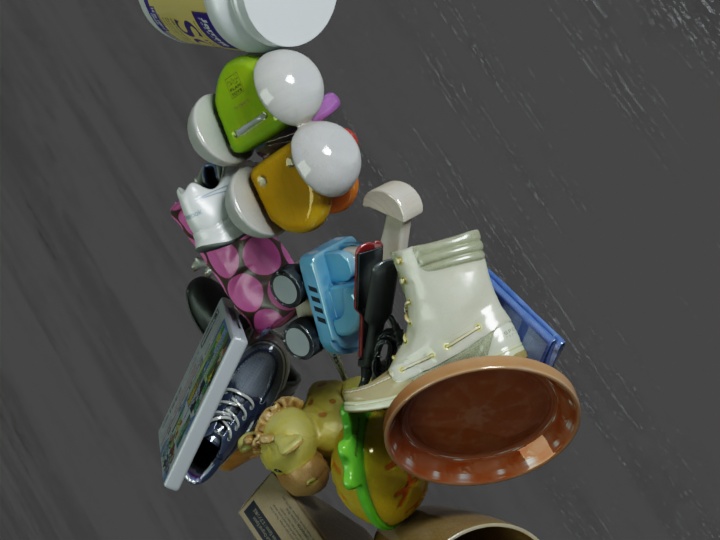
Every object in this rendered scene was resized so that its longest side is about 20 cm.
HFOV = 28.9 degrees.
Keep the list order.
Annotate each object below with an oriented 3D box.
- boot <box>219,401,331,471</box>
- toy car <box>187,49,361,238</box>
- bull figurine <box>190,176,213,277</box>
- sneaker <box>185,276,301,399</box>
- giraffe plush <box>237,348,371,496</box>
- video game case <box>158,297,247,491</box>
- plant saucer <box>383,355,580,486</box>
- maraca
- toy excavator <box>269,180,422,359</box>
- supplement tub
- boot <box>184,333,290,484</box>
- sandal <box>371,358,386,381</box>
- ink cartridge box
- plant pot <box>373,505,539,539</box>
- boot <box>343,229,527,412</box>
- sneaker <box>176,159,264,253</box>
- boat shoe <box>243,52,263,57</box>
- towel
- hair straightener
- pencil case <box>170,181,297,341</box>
[{"bbox_3d":[-0.128,0.223,1.820,0.201,0.071,0.144,39,124,-3],"label":"boot"},{"bbox_3d":[-0.073,-0.143,1.506,0.175,0.150,0.200,-28,90,43],"label":"toy car"},{"bbox_3d":[-0.152,-0.034,1.752,0.121,0.065,0.200,-2,103,19],"label":"bull figurine"},{"bbox_3d":[-0.144,0.081,1.824,0.200,0.074,0.088,52,139,-4],"label":"sneaker"},{"bbox_3d":[-0.049,0.202,1.683,0.200,0.162,0.173,53,144,17],"label":"giraffe plush"},{"bbox_3d":[-0.194,0.146,1.703,0.200,0.022,0.182,-64,15,8],"label":"video game case"},{"bbox_3d":[0.122,0.150,1.417,0.200,0.200,0.032,107,162,-44],"label":"plant saucer"},{"bbox_3d":[0.015,0.209,1.543,0.200,0.107,0.137,53,-148,-55],"label":"maraca"},{"bbox_3d":[0.000,0.000,1.576,0.200,0.100,0.195,-3,108,39],"label":"toy excavator"},{"bbox_3d":[-0.133,-0.309,1.499,0.200,0.145,0.146,18,124,48],"label":"supplement tub"},{"bbox_3d":[-0.153,0.174,1.717,0.073,0.090,0.200,29,113,2],"label":"boot"},{"bbox_3d":[0.066,0.135,1.544,0.200,0.055,0.082,7,113,53],"label":"sandal"},{"bbox_3d":[-0.036,0.354,1.717,0.200,0.075,0.165,39,-177,-39],"label":"ink cartridge box"},{"bbox_3d":[0.093,0.342,1.588,0.200,0.186,0.187,25,131,64],"label":"plant pot"},{"bbox_3d":[0.055,0.055,1.441,0.200,0.072,0.155,-21,87,17],"label":"boot"},{"bbox_3d":[-0.134,-0.097,1.592,0.074,0.200,0.087,-17,107,33],"label":"sneaker"},{"bbox_3d":[-0.135,-0.178,1.648,0.073,0.074,0.200,56,146,14],"label":"boat shoe"},{"bbox_3d":[0.141,0.100,1.491,0.147,0.024,0.200,45,139,31],"label":"towel"},{"bbox_3d":[0.018,0.070,1.516,0.077,0.041,0.200,45,137,44],"label":"hair straightener"},{"bbox_3d":[-0.146,-0.019,1.674,0.094,0.091,0.200,-32,93,35],"label":"pencil case"}]
